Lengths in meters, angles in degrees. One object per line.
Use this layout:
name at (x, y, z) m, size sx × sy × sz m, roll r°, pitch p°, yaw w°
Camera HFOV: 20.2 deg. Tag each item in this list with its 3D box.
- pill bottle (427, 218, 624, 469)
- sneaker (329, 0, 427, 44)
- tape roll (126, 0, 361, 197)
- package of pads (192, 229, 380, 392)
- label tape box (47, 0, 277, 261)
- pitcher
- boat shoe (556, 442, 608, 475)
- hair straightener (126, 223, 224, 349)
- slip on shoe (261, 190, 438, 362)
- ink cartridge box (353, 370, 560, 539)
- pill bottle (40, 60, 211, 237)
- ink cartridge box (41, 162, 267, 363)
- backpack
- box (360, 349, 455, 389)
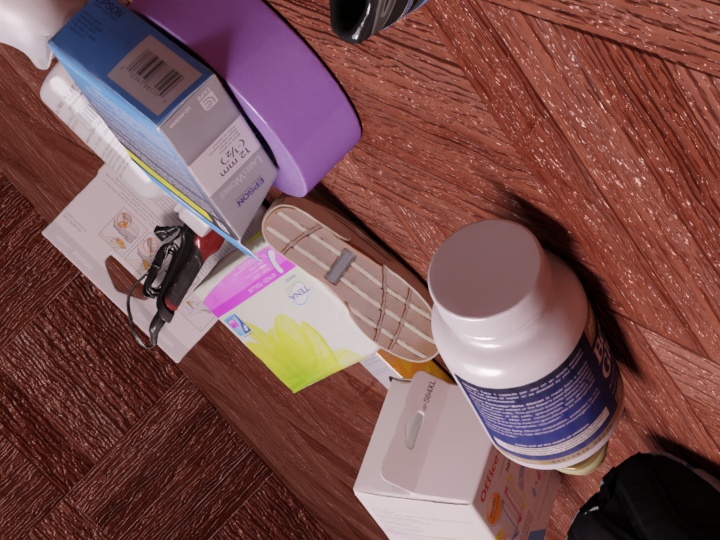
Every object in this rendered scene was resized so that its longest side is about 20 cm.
pill bottle at (0.115, 0.050, 1.433) m, size 0.111 × 0.111 × 0.200 m, roll 36°, pitch 167°, yaw 35°
sneaker at (-0.025, -0.198, 1.084) m, size 0.071 × 0.083 × 0.200 m, roll 33°, pitch 164°, yaw 45°
tape roll at (-0.093, -0.149, 1.567) m, size 0.200 × 0.066 × 0.200 m, roll 42°, pitch 170°, yaw 9°
package of pads at (-0.056, 0.030, 1.944) m, size 0.155 × 0.068 × 0.200 m, roll 45°, pitch 148°, yaw -8°
label tape box at (-0.139, -0.108, 1.560) m, size 0.143 × 0.066 × 0.200 m, roll 37°, pitch 170°, yaw 34°
pitcher at (-0.363, -0.277, 1.975) m, size 0.200 × 0.121 × 0.172 m, roll 33°, pitch 177°, yaw -3°
boat shoe at (0.146, 0.113, 1.671) m, size 0.063 × 0.073 × 0.201 m, roll 44°, pitch 175°, yaw -40°
hair straightener at (-0.178, -0.016, 2.019) m, size 0.041 × 0.200 × 0.077 m, roll 26°, pitch 178°, yaw -44°
slip on shoe at (0.000, 0.000, 1.819) m, size 0.200 × 0.076 × 0.061 m, roll 37°, pitch -151°, yaw -3°
ink cartridge box at (0.091, 0.198, 1.923) m, size 0.125 × 0.129 × 0.200 m, roll 4°, pitch 149°, yaw 28°
pill bottle at (-0.185, -0.131, 1.844) m, size 0.200 × 0.114 × 0.114 m, roll 44°, pitch 169°, yaw -1°
ink cartridge box at (-0.193, -0.035, 2.064) m, size 0.200 × 0.176 × 0.045 m, roll 43°, pitch 179°, yaw 6°
backpack at (0.240, 0.226, 1.541) m, size 0.154 × 0.163 × 0.200 m, roll 34°, pitch -175°, yaw -42°
box at (0.076, 0.133, 2.081) m, size 0.200 × 0.041 × 0.119 m, roll 42°, pitch 169°, yaw -3°
